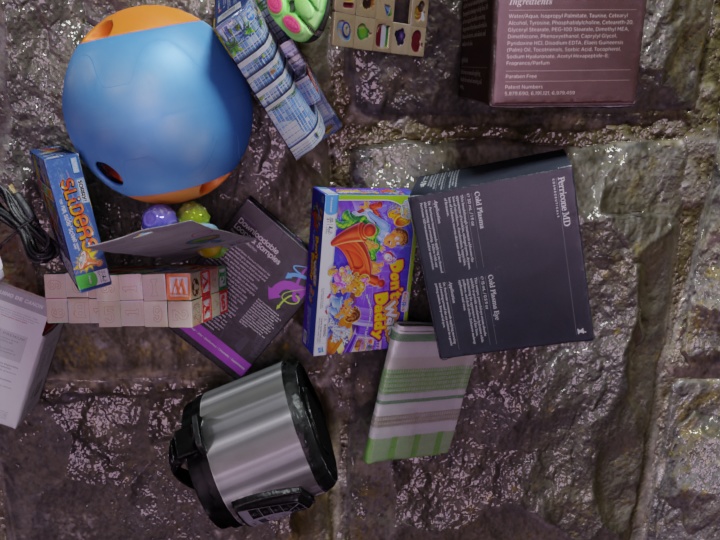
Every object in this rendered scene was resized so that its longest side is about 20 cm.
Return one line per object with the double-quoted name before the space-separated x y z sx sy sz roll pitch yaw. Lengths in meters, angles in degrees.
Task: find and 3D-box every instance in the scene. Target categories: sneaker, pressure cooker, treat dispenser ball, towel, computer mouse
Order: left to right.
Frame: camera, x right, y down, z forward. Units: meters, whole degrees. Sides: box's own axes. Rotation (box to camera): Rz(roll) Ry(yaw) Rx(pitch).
"computer mouse" -0.435 -0.002 0.744 0.199 0.044 0.110 -39 89 8
"treat dispenser ball" -0.214 -0.174 0.722 0.195 0.201 0.206 -1 107 -4
"pressure cooker" -0.142 0.228 0.862 0.196 0.179 0.180 -20 103 -1
"sneaker" -0.055 -0.303 0.708 0.076 0.203 0.083 -31 136 23
"towel" 0.081 0.164 0.915 0.146 0.031 0.205 3 110 -29

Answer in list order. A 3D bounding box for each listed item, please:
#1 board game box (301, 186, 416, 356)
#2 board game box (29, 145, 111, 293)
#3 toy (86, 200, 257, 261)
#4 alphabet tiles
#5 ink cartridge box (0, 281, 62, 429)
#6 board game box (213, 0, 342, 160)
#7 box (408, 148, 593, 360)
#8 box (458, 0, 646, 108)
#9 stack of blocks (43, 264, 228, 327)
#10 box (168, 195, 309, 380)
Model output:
"board game box" 0.000 0.000 0.851 0.131 0.045 0.205 -3 108 -26
"board game box" -0.328 -0.065 0.750 0.034 0.199 0.139 -17 110 -26
"toy" -0.199 -0.046 0.741 0.112 0.200 0.048 -14 82 9
"alphabet tiles" 0.031 -0.346 0.732 0.007 0.165 0.205 17 110 37
"ink cartridge box" -0.486 0.071 0.835 0.196 0.084 0.179 22 102 -11
"board game box" -0.083 -0.213 0.748 0.061 0.201 0.201 -30 121 6
"box" 0.166 -0.018 0.786 0.177 0.104 0.205 -8 107 16
"box" 0.204 -0.288 0.740 0.159 0.166 0.205 -1 108 -3
"stack of blocks" -0.270 0.028 0.798 0.194 0.115 0.060 -1 95 9
"box" -0.152 0.026 0.874 0.142 0.036 0.201 40 101 -13
